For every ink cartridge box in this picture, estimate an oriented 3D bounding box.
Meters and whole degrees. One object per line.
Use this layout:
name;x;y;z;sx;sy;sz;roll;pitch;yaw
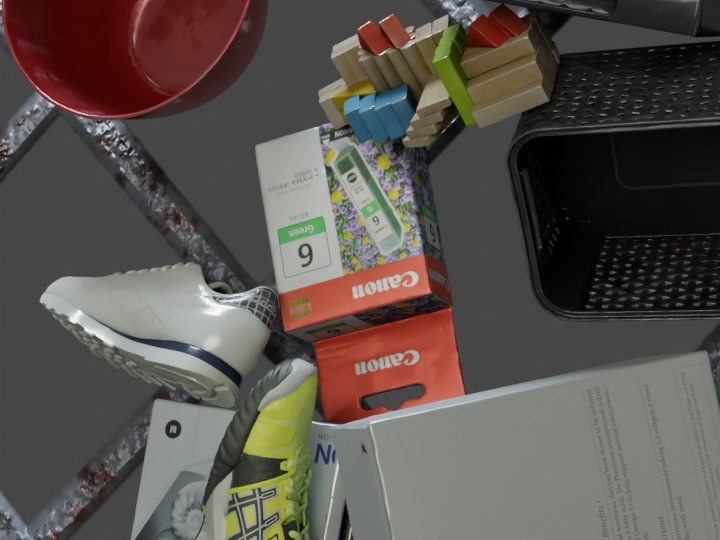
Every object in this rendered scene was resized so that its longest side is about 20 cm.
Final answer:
ink cartridge box;-0.060;0.194;1.002;0.198;0.041;0.201;4;84;22
ink cartridge box;0.000;0.000;1.020;0.108;0.050;0.201;-15;73;18

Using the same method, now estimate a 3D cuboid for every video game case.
video game case;0.141;-0.168;0.924;0.180;0.200;0.026;15;106;23

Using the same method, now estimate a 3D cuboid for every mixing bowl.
mixing bowl;-0.141;-0.190;1.086;0.199;0.108;0.202;-5;77;21

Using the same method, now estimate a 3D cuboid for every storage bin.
storage bin;0.197;-0.052;0.894;0.199;0.136;0.094;-1;35;22

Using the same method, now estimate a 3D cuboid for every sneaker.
sneaker;-0.139;0.031;1.054;0.199;0.076;0.081;16;71;37
sneaker;-0.057;0.152;0.952;0.076;0.075;0.201;21;101;16

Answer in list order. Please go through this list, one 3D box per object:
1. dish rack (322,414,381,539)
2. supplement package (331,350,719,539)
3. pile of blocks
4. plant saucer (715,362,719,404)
dish rack;0.053;0.198;0.932;0.170;0.044;0.201;12;82;-9
supplement package;0.097;0.123;0.866;0.199;0.117;0.118;-11;87;-12
pile of blocks;0.031;-0.122;0.934;0.199;0.062;0.082;-4;36;46
plant saucer;0.304;0.077;0.890;0.200;0.039;0.202;-5;78;21
